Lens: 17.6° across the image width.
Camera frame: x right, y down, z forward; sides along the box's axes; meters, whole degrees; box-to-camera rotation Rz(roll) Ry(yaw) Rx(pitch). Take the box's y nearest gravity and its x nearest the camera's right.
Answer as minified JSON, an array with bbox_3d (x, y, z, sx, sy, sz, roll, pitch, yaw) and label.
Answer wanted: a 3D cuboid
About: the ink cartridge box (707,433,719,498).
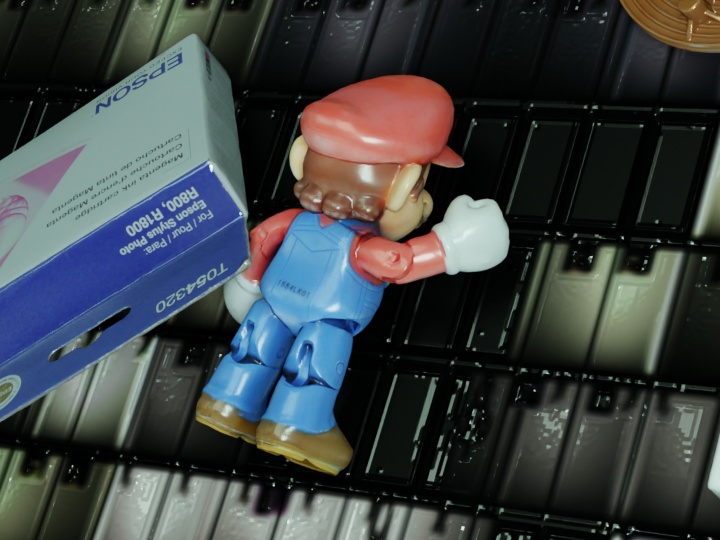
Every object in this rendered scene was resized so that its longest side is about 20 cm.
[{"bbox_3d":[0.244,0.020,0.970,0.145,0.088,0.200,4,69,32],"label":"ink cartridge box"}]

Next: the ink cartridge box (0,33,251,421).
[{"bbox_3d":[-0.151,-0.019,1.212,0.196,0.043,0.200,-31,29,12],"label":"ink cartridge box"}]

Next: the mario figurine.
[{"bbox_3d":[0.000,0.000,1.151,0.123,0.106,0.200,23,87,-1],"label":"mario figurine"}]

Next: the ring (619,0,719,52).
[{"bbox_3d":[0.204,-0.193,1.128,0.200,0.019,0.201,-26,44,28],"label":"ring"}]
